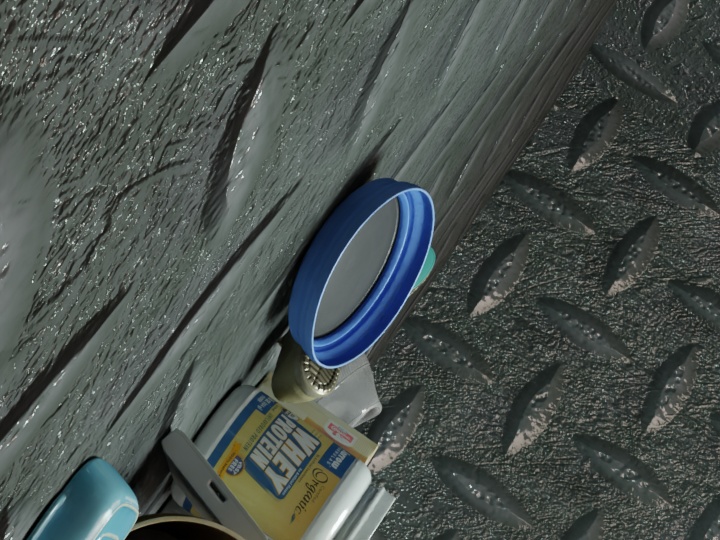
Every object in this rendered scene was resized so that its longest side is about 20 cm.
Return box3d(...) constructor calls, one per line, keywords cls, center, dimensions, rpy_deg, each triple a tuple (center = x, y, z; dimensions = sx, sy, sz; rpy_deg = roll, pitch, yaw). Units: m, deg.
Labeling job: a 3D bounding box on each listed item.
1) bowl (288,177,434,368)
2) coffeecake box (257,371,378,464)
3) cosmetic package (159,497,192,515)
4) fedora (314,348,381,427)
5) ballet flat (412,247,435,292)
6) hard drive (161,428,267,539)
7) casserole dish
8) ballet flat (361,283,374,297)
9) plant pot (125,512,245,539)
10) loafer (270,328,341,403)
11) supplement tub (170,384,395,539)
box3d(cls="bowl", center=(0.000, 0.000, 1.618), dimensions=(0.201, 0.039, 0.202), rpy_deg=(-44, 152, -31))
box3d(cls="coffeecake box", center=(-0.095, 0.244, 1.893), dimensions=(0.201, 0.153, 0.073), rpy_deg=(-60, 174, 31))
box3d(cls="cosmetic package", center=(-0.194, 0.306, 1.742), dimensions=(0.200, 0.090, 0.107), rpy_deg=(-48, 171, -41))
box3d(cls="fedora", center=(-0.031, 0.180, 2.218), dimensions=(0.176, 0.091, 0.200), rpy_deg=(-32, 169, -40))
box3d(cls="ballet flat", center=(0.024, 0.030, 2.282), dimensions=(0.200, 0.068, 0.075), rpy_deg=(-46, -168, -35))
box3d(cls="hard drive", center=(-0.132, 0.218, 1.508), dimensions=(0.026, 0.132, 0.200), rpy_deg=(-37, 171, -12))
box3d(cls="casserole dish", center=(-0.209, 0.203, 1.216), dimensions=(0.122, 0.039, 0.200), rpy_deg=(-56, 174, -11))
box3d(cls="ballet flat", center=(0.001, -0.018, 1.784), dimensions=(0.200, 0.070, 0.066), rpy_deg=(-48, 144, -75))
box3d(cls="plant pot", center=(-0.173, 0.287, 1.416), dimensions=(0.187, 0.186, 0.200), rpy_deg=(-56, -168, -5))
box3d(cls="loafer", center=(-0.050, 0.074, 1.759), dimensions=(0.068, 0.076, 0.200), rpy_deg=(-25, -163, 27))
box3d(cls="supplement tub", center=(-0.079, 0.227, 1.679), dimensions=(0.145, 0.199, 0.145), rpy_deg=(-56, 175, -7))
